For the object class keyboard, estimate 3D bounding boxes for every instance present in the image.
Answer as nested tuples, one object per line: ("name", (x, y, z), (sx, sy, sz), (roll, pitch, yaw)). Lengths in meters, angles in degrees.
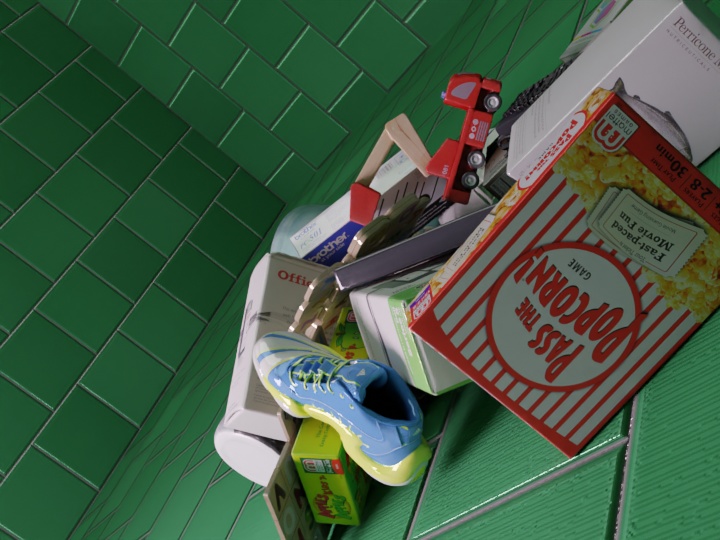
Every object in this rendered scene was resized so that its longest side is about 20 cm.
("keyboard", (0.199, -0.181, 0.933), (0.128, 0.021, 0.200), (-59, 14, -24))

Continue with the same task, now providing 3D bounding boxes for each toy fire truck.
("toy fire truck", (0.073, -0.137, 1.045), (0.049, 0.140, 0.202), (-62, -12, -84))

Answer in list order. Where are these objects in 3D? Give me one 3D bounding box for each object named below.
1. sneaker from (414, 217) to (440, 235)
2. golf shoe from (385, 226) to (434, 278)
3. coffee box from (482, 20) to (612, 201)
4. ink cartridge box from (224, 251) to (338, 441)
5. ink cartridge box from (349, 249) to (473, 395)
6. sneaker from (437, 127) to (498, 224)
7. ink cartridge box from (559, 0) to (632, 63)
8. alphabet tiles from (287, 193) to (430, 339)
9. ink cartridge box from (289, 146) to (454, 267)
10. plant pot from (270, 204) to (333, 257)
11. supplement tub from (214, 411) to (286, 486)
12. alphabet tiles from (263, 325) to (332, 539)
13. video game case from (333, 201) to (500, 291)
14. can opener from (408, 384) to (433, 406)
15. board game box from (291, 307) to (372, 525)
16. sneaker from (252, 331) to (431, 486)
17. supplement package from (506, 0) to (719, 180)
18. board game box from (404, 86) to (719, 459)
("sneaker", (0.067, -0.056, 1.201), (0.079, 0.130, 0.201), (-40, 16, 40))
("golf shoe", (0.058, 0.029, 1.083), (0.200, 0.088, 0.077), (-48, 13, 26))
("coffee box", (0.229, -0.157, 0.988), (0.200, 0.080, 0.115), (-46, 13, 30))
("ink cartridge box", (-0.069, 0.096, 1.073), (0.085, 0.145, 0.201), (136, 147, -56))
("ink cartridge box", (0.086, 0.035, 0.806), (0.145, 0.085, 0.200), (-21, 5, -12))
("sneaker", (0.168, -0.124, 1.176), (0.080, 0.076, 0.201), (-15, 38, 56))
("ink cartridge box", (0.343, -0.327, 1.122), (0.200, 0.059, 0.104), (-52, 11, 0))
("alphabet tiles", (0.000, 0.000, 0.981), (0.195, 0.015, 0.200), (-38, -15, -38))
("ink cartridge box", (0.019, -0.065, 1.126), (0.199, 0.094, 0.044), (-37, 48, 5))
("plant pot", (-0.012, 0.000, 1.260), (0.133, 0.201, 0.201), (-7, 39, 36))
("supplement tub", (-0.091, 0.165, 1.162), (0.122, 0.122, 0.201), (-38, 17, 51))
("alphabet tiles", (-0.046, 0.181, 0.895), (0.007, 0.168, 0.200), (-4, 33, 19))
("video game case", (0.098, -0.036, 0.895), (0.199, 0.026, 0.180), (-22, -1, 31))
("can opener", (0.065, 0.065, 0.958), (0.079, 0.063, 0.201), (-34, 29, 58))
("board game box", (-0.010, 0.141, 0.915), (0.047, 0.102, 0.201), (-2, 38, 17))
("sneaker", (-0.014, 0.096, 0.797), (0.076, 0.199, 0.105), (-40, -27, -34))
("supplement package", (0.239, -0.140, 0.799), (0.200, 0.117, 0.118), (-46, 12, 30))
("board game box", (0.150, 0.005, 0.611), (0.200, 0.151, 0.046), (-50, 11, 12))
